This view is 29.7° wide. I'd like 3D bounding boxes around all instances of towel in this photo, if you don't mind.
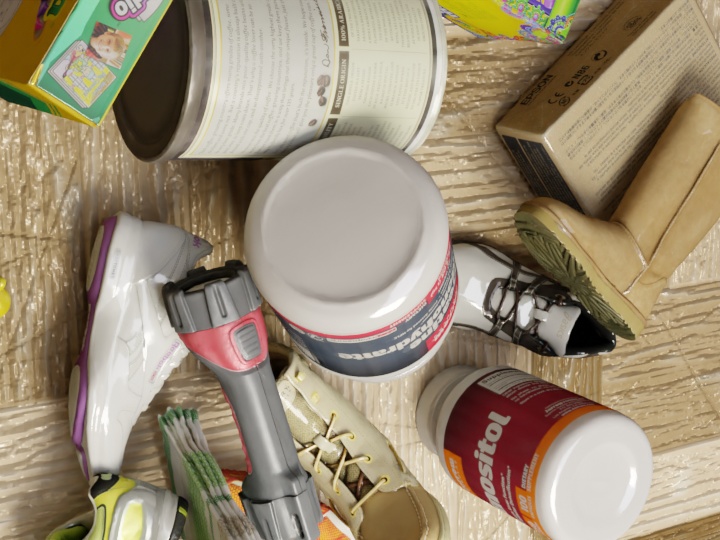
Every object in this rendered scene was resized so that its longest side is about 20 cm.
[{"bbox_3d":[-0.090,0.207,0.972,0.031,0.200,0.149,-19,131,-19],"label":"towel"}]

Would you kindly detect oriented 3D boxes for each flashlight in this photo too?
[{"bbox_3d":[-0.082,0.096,0.964,0.068,0.068,0.200,-12,106,10],"label":"flashlight"}]

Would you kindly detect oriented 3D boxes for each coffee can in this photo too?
[{"bbox_3d":[-0.060,-0.149,0.963,0.200,0.146,0.147,-2,102,-31],"label":"coffee can"}]

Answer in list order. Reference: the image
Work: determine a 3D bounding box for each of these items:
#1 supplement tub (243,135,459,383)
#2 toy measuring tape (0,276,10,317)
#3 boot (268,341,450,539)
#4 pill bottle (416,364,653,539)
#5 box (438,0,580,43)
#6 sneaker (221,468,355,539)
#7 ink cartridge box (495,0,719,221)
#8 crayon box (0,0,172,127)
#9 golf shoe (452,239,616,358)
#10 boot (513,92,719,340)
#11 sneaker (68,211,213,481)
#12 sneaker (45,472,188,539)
[{"bbox_3d":[0.000,0.000,0.988,0.140,0.140,0.200,-54,164,-10],"label":"supplement tub"},{"bbox_3d":[-0.315,-0.018,0.882,0.200,0.074,0.074,26,87,-34],"label":"toy measuring tape"},{"bbox_3d":[-0.018,0.141,1.027,0.073,0.200,0.155,-41,119,5],"label":"boot"},{"bbox_3d":[0.135,0.144,1.117,0.113,0.200,0.113,-8,105,-30],"label":"pill bottle"},{"bbox_3d":[0.086,-0.304,1.034,0.200,0.122,0.193,24,88,-33],"label":"box"},{"bbox_3d":[-0.049,0.221,1.096,0.200,0.073,0.077,39,76,-32],"label":"sneaker"},{"bbox_3d":[0.238,-0.128,1.196,0.200,0.075,0.165,-45,121,-16],"label":"ink cartridge box"},{"bbox_3d":[-0.170,-0.198,0.869,0.058,0.172,0.200,32,83,-33],"label":"crayon box"},{"bbox_3d":[0.136,0.027,1.157,0.200,0.094,0.078,15,94,-32],"label":"golf shoe"},{"bbox_3d":[0.231,-0.067,1.130,0.200,0.066,0.175,-54,126,-12],"label":"boot"},{"bbox_3d":[-0.156,0.062,0.985,0.099,0.075,0.201,9,96,-20],"label":"sneaker"},{"bbox_3d":[-0.206,0.227,0.993,0.076,0.075,0.200,33,103,-12],"label":"sneaker"}]
